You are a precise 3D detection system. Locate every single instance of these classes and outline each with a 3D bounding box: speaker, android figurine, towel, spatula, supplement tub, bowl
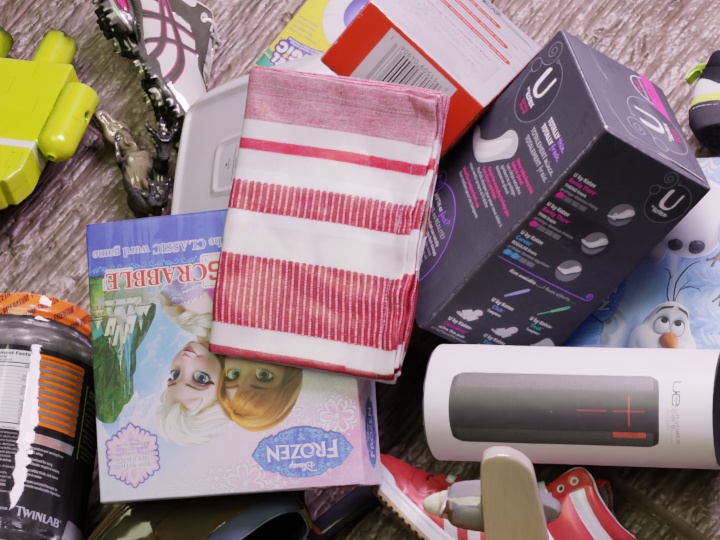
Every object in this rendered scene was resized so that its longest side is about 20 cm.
[{"bbox_3d":[0.148,0.091,1.480,0.200,0.081,0.081,1,64,19],"label":"speaker"},{"bbox_3d":[-0.307,-0.120,1.795,0.182,0.041,0.200,9,52,19],"label":"android figurine"},{"bbox_3d":[-0.024,-0.033,1.491,0.144,0.023,0.200,9,88,19],"label":"towel"},{"bbox_3d":[-0.046,0.205,1.582,0.200,0.021,0.057,-40,53,-2],"label":"spatula"},{"bbox_3d":[-0.257,0.126,1.645,0.122,0.123,0.200,-4,62,19],"label":"supplement tub"},{"bbox_3d":[-0.069,-0.066,1.638,0.199,0.075,0.200,-13,64,42],"label":"bowl"}]

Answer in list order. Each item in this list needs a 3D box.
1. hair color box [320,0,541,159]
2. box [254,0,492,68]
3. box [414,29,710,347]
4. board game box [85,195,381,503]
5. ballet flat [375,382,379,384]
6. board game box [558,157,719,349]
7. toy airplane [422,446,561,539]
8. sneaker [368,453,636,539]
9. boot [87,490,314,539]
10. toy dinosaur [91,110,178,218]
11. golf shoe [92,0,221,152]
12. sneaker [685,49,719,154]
[{"bbox_3d":[0.055,-0.157,1.602,0.111,0.200,0.064,43,115,0],"label":"hair color box"},{"bbox_3d":[0.006,-0.184,1.749,0.117,0.048,0.200,32,80,31],"label":"box"},{"bbox_3d":[0.127,-0.044,1.533,0.200,0.106,0.122,-48,35,26],"label":"box"},{"bbox_3d":[-0.090,0.057,1.538,0.200,0.041,0.200,-7,84,18],"label":"board game box"},{"bbox_3d":[0.000,0.000,1.653,0.074,0.074,0.200,-3,65,20],"label":"ballet flat"},{"bbox_3d":[0.241,0.016,1.554,0.199,0.043,0.200,-1,64,20],"label":"board game box"},{"bbox_3d":[0.095,0.225,1.403,0.200,0.199,0.141,-54,27,8],"label":"toy airplane"},{"bbox_3d":[0.099,0.161,1.518,0.200,0.071,0.113,37,85,24],"label":"sneaker"},{"bbox_3d":[-0.123,0.199,1.564,0.200,0.075,0.097,-37,29,-3],"label":"boot"},{"bbox_3d":[-0.166,-0.062,1.738,0.047,0.088,0.200,-6,58,-20],"label":"toy dinosaur"},{"bbox_3d":[-0.147,-0.174,1.789,0.088,0.077,0.200,-24,64,-12],"label":"golf shoe"},{"bbox_3d":[0.328,-0.135,1.581,0.200,0.072,0.083,0,63,22],"label":"sneaker"}]
